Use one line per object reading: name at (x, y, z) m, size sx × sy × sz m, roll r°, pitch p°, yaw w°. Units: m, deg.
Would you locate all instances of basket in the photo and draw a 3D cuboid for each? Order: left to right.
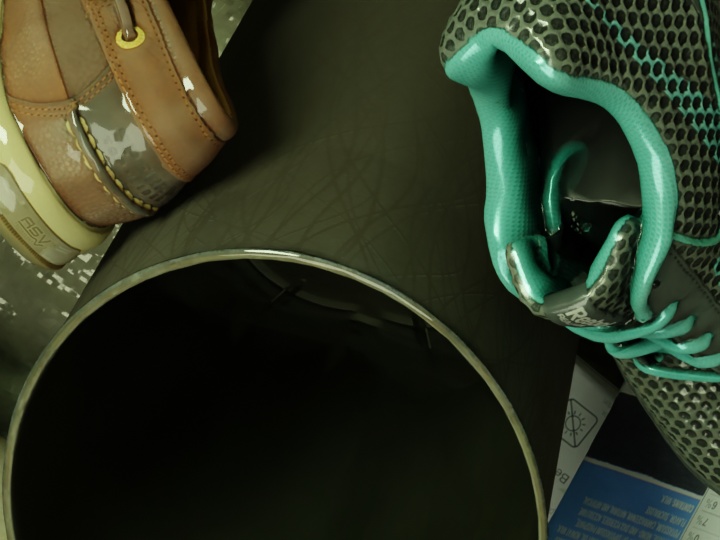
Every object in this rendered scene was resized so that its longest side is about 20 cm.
basket at (0.000, 0.000, 0.778) m, size 0.135 × 0.200 × 0.181 m, roll 17°, pitch 133°, yaw 2°

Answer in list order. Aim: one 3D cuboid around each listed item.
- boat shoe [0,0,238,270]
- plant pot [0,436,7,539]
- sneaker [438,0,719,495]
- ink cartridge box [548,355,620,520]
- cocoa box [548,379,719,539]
boat shoe at (-0.061, -0.090, 0.734) m, size 0.067 × 0.201 × 0.072 m, roll -22°, pitch 137°, yaw 18°
plant pot at (-0.208, 0.085, 0.932) m, size 0.183 × 0.201 × 0.201 m, roll 25°, pitch 132°, yaw -13°
sneaker at (0.063, -0.009, 0.684) m, size 0.077 × 0.091 × 0.201 m, roll 2°, pitch 131°, yaw 34°
ink cartridge box at (0.051, 0.139, 0.916) m, size 0.198 × 0.043 × 0.200 m, roll 38°, pitch 92°, yaw -16°
cocoa box at (0.157, 0.120, 0.819) m, size 0.200 × 0.132 × 0.133 m, roll 35°, pitch 170°, yaw -29°
